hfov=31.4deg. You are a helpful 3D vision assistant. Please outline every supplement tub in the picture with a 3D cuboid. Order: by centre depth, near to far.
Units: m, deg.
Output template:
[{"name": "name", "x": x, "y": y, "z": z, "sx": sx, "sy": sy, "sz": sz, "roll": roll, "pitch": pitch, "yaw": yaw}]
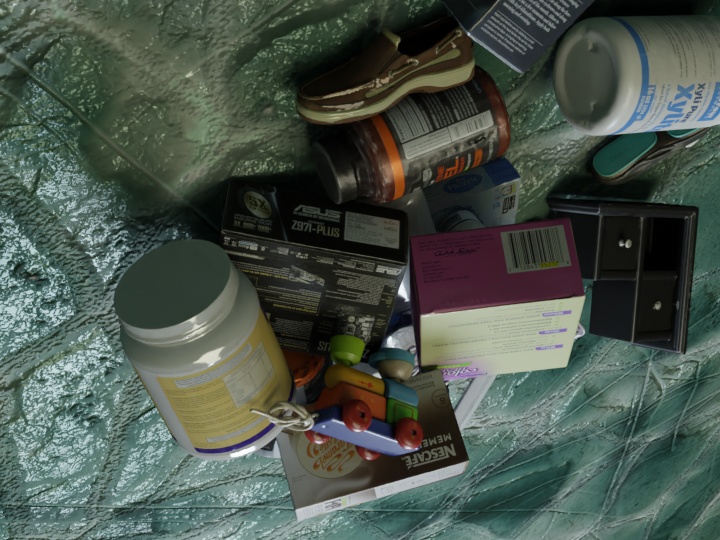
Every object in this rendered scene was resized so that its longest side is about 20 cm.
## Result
[{"name": "supplement tub", "x": -0.158, "y": 0.082, "z": 1.311, "sx": 0.145, "sy": 0.146, "sz": 0.201, "roll": -27, "pitch": 132, "yaw": -8}, {"name": "supplement tub", "x": 0.052, "y": -0.138, "z": 1.361, "sx": 0.199, "sy": 0.107, "sz": 0.107, "roll": -23, "pitch": 143, "yaw": -13}, {"name": "supplement tub", "x": 0.330, "y": -0.223, "z": 1.451, "sx": 0.199, "sy": 0.132, "sz": 0.132, "roll": -8, "pitch": 138, "yaw": -30}, {"name": "supplement tub", "x": -0.096, "y": 0.133, "z": 1.526, "sx": 0.122, "sy": 0.123, "sz": 0.200, "roll": -20, "pitch": 155, "yaw": -17}]

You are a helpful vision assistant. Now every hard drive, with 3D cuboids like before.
[{"name": "hard drive", "x": 0.181, "y": 0.101, "z": 1.645, "sx": 0.201, "sy": 0.026, "sz": 0.132, "roll": -62, "pitch": 172, "yaw": 29}]

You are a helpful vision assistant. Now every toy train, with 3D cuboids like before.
[{"name": "toy train", "x": -0.023, "y": 0.118, "z": 1.341, "sx": 0.199, "sy": 0.116, "sz": 0.084, "roll": 23, "pitch": 150, "yaw": -32}]

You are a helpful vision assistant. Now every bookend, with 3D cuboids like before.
[{"name": "bookend", "x": 0.338, "y": 0.008, "z": 1.678, "sx": 0.199, "sy": 0.092, "sz": 0.200, "roll": 1, "pitch": 96, "yaw": -38}]

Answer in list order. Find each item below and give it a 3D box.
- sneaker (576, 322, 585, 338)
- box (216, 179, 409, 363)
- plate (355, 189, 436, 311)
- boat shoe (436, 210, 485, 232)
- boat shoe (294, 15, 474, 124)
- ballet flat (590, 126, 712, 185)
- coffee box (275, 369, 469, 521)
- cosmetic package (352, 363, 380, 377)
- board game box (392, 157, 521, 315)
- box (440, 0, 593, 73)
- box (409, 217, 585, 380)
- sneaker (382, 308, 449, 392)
[{"name": "sneaker", "x": 0.249, "y": 0.034, "z": 1.707, "sx": 0.071, "sy": 0.113, "sz": 0.200, "roll": -23, "pitch": 143, "yaw": -14}, {"name": "box", "x": -0.061, "y": 0.004, "z": 1.390, "sx": 0.199, "sy": 0.086, "sz": 0.164, "roll": 10, "pitch": 133, "yaw": -6}, {"name": "plate", "x": 0.000, "y": 0.000, "z": 1.488, "sx": 0.199, "sy": 0.032, "sz": 0.200, "roll": -16, "pitch": 140, "yaw": 8}, {"name": "boat shoe", "x": 0.168, "y": 0.000, "z": 1.552, "sx": 0.075, "sy": 0.086, "sz": 0.202, "roll": -39, "pitch": 145, "yaw": 9}, {"name": "boat shoe", "x": 0.023, "y": -0.211, "z": 1.294, "sx": 0.202, "sy": 0.075, "sz": 0.075, "roll": -23, "pitch": 130, "yaw": -24}, {"name": "ballet flat", "x": 0.380, "y": -0.172, "z": 1.613, "sx": 0.199, "sy": 0.068, "sz": 0.068, "roll": -30, "pitch": 156, "yaw": 15}, {"name": "coffee box", "x": 0.010, "y": 0.197, "z": 1.442, "sx": 0.199, "sy": 0.115, "sz": 0.080, "roll": -14, "pitch": 159, "yaw": -6}, {"name": "cosmetic package", "x": 0.062, "y": 0.116, "z": 1.697, "sx": 0.199, "sy": 0.074, "sz": 0.102, "roll": -22, "pitch": 144, "yaw": -12}, {"name": "board game box", "x": 0.093, "y": -0.028, "z": 1.575, "sx": 0.198, "sy": 0.043, "sz": 0.201, "roll": -21, "pitch": 143, "yaw": -17}, {"name": "box", "x": 0.158, "y": -0.316, "z": 1.194, "sx": 0.200, "sy": 0.149, "sz": 0.107, "roll": -46, "pitch": 143, "yaw": 17}, {"name": "box", "x": 0.146, "y": 0.037, "z": 1.426, "sx": 0.175, "sy": 0.097, "sz": 0.200, "roll": -7, "pitch": 153, "yaw": 0}, {"name": "sneaker", "x": 0.076, "y": 0.123, "z": 1.587, "sx": 0.077, "sy": 0.085, "sz": 0.200, "roll": -32, "pitch": 141, "yaw": -2}]
